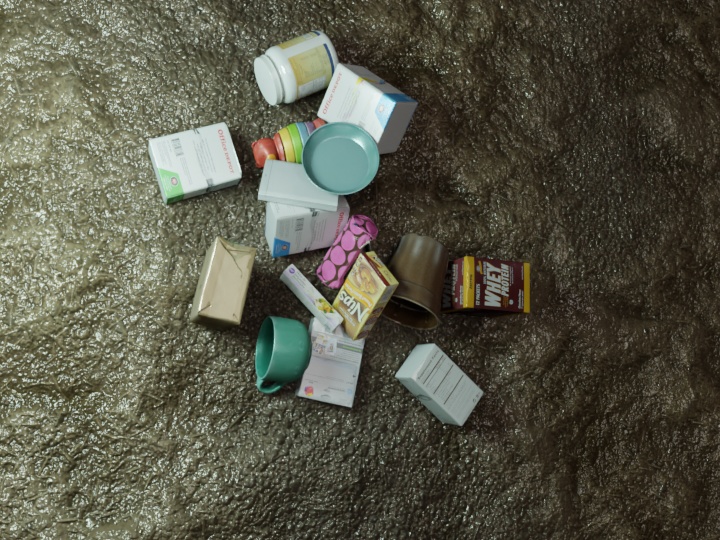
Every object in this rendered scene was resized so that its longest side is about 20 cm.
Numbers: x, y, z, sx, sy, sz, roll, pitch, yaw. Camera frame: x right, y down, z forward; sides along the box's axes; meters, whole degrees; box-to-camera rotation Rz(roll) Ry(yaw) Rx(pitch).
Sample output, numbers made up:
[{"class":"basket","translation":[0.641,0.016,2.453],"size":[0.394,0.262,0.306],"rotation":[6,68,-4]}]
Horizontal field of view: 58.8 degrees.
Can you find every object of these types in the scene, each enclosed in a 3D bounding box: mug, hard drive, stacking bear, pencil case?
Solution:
[{"class":"mug","translation":[-0.192,0.206,1.594],"size":[0.111,0.185,0.156],"rotation":[10,56,-24]},{"class":"hard drive","translation":[-0.149,-0.214,1.593],"size":[0.193,0.027,0.135],"rotation":[9,48,-5]},{"class":"stacking bear","translation":[-0.185,-0.323,1.676],"size":[0.194,0.124,0.115],"rotation":[-16,47,-12]},{"class":"pencil case","translation":[-0.035,-0.044,1.650],"size":[0.089,0.202,0.094],"rotation":[0,42,-47]}]

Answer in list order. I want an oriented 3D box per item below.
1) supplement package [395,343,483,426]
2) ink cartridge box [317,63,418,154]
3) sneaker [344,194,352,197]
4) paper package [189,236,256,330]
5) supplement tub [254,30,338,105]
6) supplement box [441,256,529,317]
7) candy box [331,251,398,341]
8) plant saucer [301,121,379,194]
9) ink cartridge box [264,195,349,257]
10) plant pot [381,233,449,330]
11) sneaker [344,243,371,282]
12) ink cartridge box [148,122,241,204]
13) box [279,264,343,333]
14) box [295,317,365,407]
[{"class":"supplement package","translation":[0.213,0.309,1.736],"size":[0.200,0.117,0.118],"rotation":[44,71,-9]},{"class":"ink cartridge box","translation":[0.019,-0.425,1.678],"size":[0.198,0.149,0.145],"rotation":[37,28,17]},{"class":"sneaker","translation":[-0.086,-0.237,1.695],"size":[0.194,0.115,0.083],"rotation":[-8,84,-21]},{"class":"paper package","translation":[-0.331,0.035,1.525],"size":[0.101,0.199,0.197],"rotation":[15,77,-17]},{"class":"supplement tub","translation":[-0.168,-0.532,1.687],"size":[0.197,0.144,0.148],"rotation":[-28,93,-21]},{"class":"supplement box","translation":[0.334,0.050,1.771],"size":[0.194,0.197,0.137],"rotation":[5,81,-18]},{"class":"candy box","translation":[0.007,0.067,1.632],"size":[0.054,0.202,0.116],"rotation":[-9,50,-43]},{"class":"plant saucer","translation":[-0.050,-0.273,1.591],"size":[0.193,0.036,0.206],"rotation":[1,69,-3]},{"class":"ink cartridge box","translation":[-0.139,-0.126,1.637],"size":[0.195,0.148,0.087],"rotation":[-13,54,-22]},{"class":"plant pot","translation":[0.144,0.024,1.717],"size":[0.196,0.200,0.203],"rotation":[26,67,-15]},{"class":"sneaker","translation":[0.000,0.000,1.713],"size":[0.073,0.087,0.207],"rotation":[-8,87,-22]},{"class":"ink cartridge box","translation":[-0.412,-0.267,1.594],"size":[0.195,0.084,0.150],"rotation":[-18,89,-21]},{"class":"box","translation":[-0.126,0.073,1.656],"size":[0.200,0.042,0.039],"rotation":[46,55,4]},{"class":"box","translation":[-0.076,0.242,1.678],"size":[0.152,0.041,0.206],"rotation":[15,77,-17]}]
